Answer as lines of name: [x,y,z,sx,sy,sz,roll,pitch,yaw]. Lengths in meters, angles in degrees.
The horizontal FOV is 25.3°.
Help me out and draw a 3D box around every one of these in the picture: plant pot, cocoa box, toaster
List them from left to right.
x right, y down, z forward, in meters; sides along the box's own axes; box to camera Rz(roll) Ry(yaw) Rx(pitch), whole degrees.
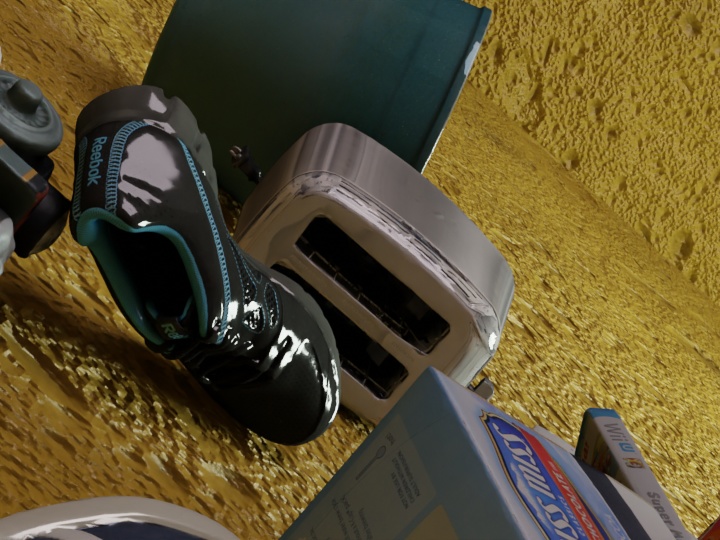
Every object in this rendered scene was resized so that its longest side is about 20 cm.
plant pot: [-0.039,-0.123,1.062,0.187,0.201,0.200,26,14,-3]
toaster: [0.000,0.000,0.923,0.200,0.114,0.129,42,15,-9]
cocoa box: [0.054,0.156,0.528,0.131,0.134,0.200,33,16,-30]

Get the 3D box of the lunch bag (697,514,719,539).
lunch bag: [0.283,0.246,1.036,0.176,0.082,0.200,44,12,6]

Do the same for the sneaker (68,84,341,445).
sneaker: [-0.072,0.019,0.708,0.201,0.073,0.082,57,23,-34]

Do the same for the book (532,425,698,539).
book: [0.133,0.165,0.951,0.133,0.048,0.200,40,14,5]

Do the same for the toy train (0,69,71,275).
toy train: [-0.205,-0.070,0.631,0.200,0.085,0.114,44,26,-6]

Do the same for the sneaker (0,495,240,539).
sneaker: [-0.089,0.107,0.412,0.199,0.075,0.085,14,28,-45]

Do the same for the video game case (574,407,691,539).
video game case: [0.114,0.169,0.675,0.018,0.145,0.200,5,23,-11]
